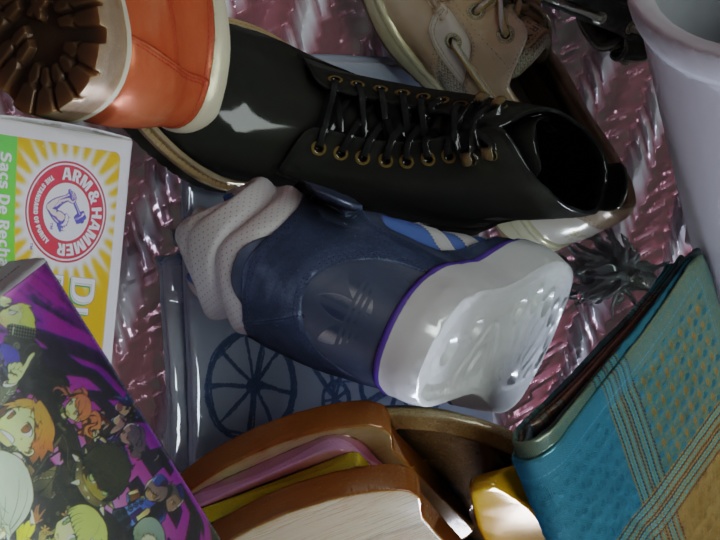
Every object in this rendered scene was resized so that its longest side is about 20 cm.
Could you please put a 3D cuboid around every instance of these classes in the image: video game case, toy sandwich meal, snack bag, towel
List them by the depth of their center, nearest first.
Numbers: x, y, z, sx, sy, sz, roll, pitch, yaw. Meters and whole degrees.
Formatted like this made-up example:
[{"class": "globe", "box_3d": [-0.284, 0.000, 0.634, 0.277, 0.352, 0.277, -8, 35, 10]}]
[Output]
[{"class": "video game case", "box_3d": [-0.133, 0.128, 0.985, 0.181, 0.036, 0.201, -39, 107, -30]}, {"class": "toy sandwich meal", "box_3d": [0.014, 0.135, 1.184, 0.205, 0.204, 0.070, 48, 27, -32]}, {"class": "towel", "box_3d": [0.133, 0.112, 1.199, 0.147, 0.022, 0.201, -45, 127, -37]}, {"class": "snack bag", "box_3d": [-0.016, -0.006, 1.252, 0.188, 0.021, 0.201, -2, 89, -41]}]

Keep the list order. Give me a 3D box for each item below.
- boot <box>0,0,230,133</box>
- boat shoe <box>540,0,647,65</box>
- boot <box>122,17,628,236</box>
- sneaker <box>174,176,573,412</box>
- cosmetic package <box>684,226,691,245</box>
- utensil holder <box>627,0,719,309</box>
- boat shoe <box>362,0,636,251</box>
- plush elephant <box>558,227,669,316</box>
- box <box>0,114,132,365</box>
[{"class": "boot", "box_3d": [-0.111, -0.146, 1.111, 0.107, 0.075, 0.201, 11, 61, -53]}, {"class": "boat shoe", "box_3d": [0.133, -0.139, 1.354, 0.200, 0.071, 0.064, 21, 111, -48]}, {"class": "boot", "box_3d": [0.005, -0.067, 1.168, 0.199, 0.138, 0.078, 18, 75, -38]}, {"class": "sneaker", "box_3d": [0.000, 0.000, 1.182, 0.081, 0.146, 0.200, -67, 161, 10]}, {"class": "cosmetic package", "box_3d": [0.275, -0.042, 1.384, 0.107, 0.199, 0.085, 10, 85, -45]}, {"class": "utensil holder", "box_3d": [0.214, -0.062, 1.197, 0.170, 0.169, 0.201, -43, 134, -31]}, {"class": "boat shoe", "box_3d": [0.061, -0.104, 1.262, 0.072, 0.065, 0.201, -37, 101, -50]}, {"class": "plush elephant", "box_3d": [0.164, 0.087, 1.331, 0.199, 0.165, 0.155, 31, 55, -8]}, {"class": "box", "box_3d": [-0.168, 0.038, 1.062, 0.101, 0.112, 0.201, 7, 86, -41]}]
